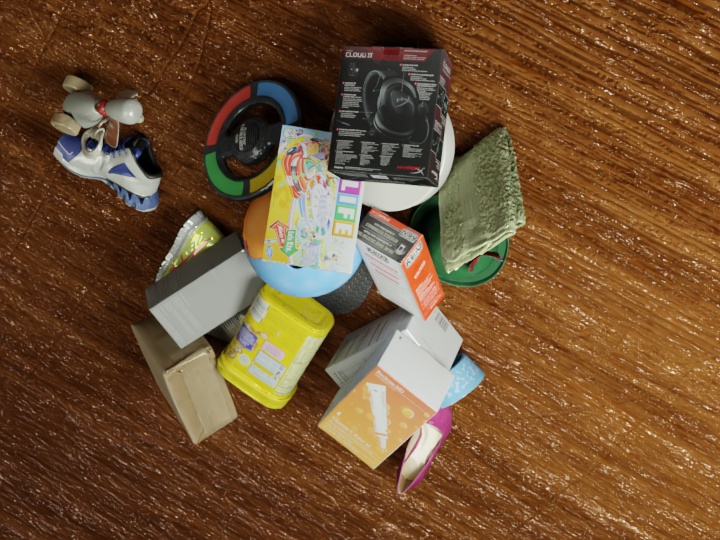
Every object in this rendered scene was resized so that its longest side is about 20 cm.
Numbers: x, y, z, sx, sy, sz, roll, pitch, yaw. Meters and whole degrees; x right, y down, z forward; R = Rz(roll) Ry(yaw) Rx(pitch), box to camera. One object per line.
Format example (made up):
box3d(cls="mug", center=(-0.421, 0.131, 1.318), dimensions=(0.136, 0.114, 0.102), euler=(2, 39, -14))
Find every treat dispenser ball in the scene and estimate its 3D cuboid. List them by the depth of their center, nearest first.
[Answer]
box3d(cls="treat dispenser ball", center=(-0.088, -0.058, 1.499), dimensions=(0.199, 0.201, 0.202), euler=(12, 126, 18))

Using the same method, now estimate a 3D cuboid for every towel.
box3d(cls="towel", center=(0.168, -0.105, 1.358), dimensions=(0.036, 0.201, 0.148), euler=(29, 135, -32))

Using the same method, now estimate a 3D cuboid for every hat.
box3d(cls="hat", center=(0.132, -0.013, 1.439), dimensions=(0.165, 0.176, 0.201), euler=(21, 128, 9))

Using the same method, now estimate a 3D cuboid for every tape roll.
box3d(cls="tape roll", center=(0.044, -0.191, 1.413), dimensions=(0.202, 0.037, 0.204), euler=(8, 107, 28))

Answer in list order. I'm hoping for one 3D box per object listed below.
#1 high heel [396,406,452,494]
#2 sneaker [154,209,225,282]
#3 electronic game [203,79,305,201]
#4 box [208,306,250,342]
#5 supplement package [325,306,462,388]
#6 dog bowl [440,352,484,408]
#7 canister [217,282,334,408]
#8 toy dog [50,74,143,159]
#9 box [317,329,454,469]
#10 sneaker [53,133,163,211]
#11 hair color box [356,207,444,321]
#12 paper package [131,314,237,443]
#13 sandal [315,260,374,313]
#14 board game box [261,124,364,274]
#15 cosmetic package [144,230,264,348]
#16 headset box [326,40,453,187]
box3d(cls="high heel", center=(0.112, 0.324, 1.731), dimensions=(0.067, 0.096, 0.201), euler=(29, 130, 5))
box3d(cls="sneaker", center=(-0.308, -0.014, 1.717), dimensions=(0.090, 0.078, 0.200), euler=(34, 129, -2))
box3d(cls="electronic game", center=(-0.168, -0.204, 1.470), dimensions=(0.199, 0.202, 0.042), euler=(-12, 159, 32))
box3d(cls="box", center=(-0.202, 0.097, 1.746), dimensions=(0.199, 0.068, 0.083), euler=(19, 127, 13))
box3d(cls="supplement package", center=(0.057, 0.146, 1.628), dimensions=(0.199, 0.110, 0.114), euler=(-29, 107, 36))
box3d(cls="dog bowl", center=(0.123, 0.204, 1.639), dimensions=(0.199, 0.111, 0.050), euler=(-30, 97, 37))
box3d(cls="canister", center=(-0.148, 0.126, 1.644), dimensions=(0.148, 0.087, 0.200), euler=(34, 124, 2))
box3d(cls="toy dog", center=(-0.434, -0.261, 1.593), dimensions=(0.200, 0.096, 0.132), euler=(38, 95, 35))
box3d(cls="box", center=(0.040, 0.214, 1.547), dimensions=(0.124, 0.098, 0.200), euler=(38, 129, -3))
box3d(cls="sneaker", center=(-0.426, -0.202, 1.652), dimensions=(0.199, 0.081, 0.115), euler=(31, 126, -5))
box3d(cls="hair color box", center=(0.062, -0.006, 1.480), dimensions=(0.101, 0.061, 0.200), euler=(31, 165, 27))
box3d(cls="paper package", center=(-0.332, 0.191, 1.778), dimensions=(0.200, 0.103, 0.192), euler=(40, 151, 50))
box3d(cls="sandal", center=(0.000, 0.000, 1.607), dimensions=(0.075, 0.045, 0.200), euler=(38, 115, -10))
box3d(cls="board game box", center=(-0.064, -0.104, 1.385), dimensions=(0.133, 0.034, 0.202), euler=(8, 87, -2))
box3d(cls="cosmetic package", center=(-0.266, 0.033, 1.653), dimensions=(0.199, 0.090, 0.107), euler=(-32, 122, -2))
box3d(cls="headset box", center=(0.044, -0.226, 1.321), dimensions=(0.148, 0.077, 0.202), euler=(5, 85, 17))
